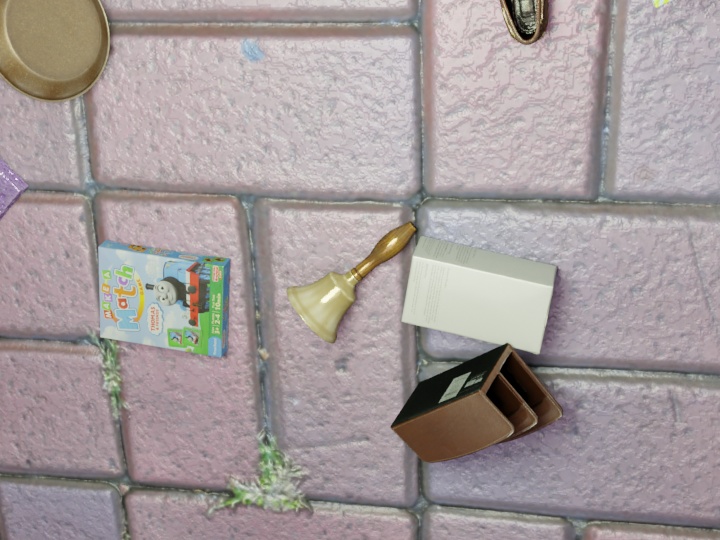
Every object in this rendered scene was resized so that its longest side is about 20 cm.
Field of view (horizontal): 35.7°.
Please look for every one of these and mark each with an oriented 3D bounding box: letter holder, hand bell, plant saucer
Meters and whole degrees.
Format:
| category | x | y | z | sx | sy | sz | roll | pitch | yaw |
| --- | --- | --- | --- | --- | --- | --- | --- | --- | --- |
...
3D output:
| category | x | y | z | sx | sy | sz | roll | pitch | yaw |
| --- | --- | --- | --- | --- | --- | --- | --- | --- | --- |
| letter holder | 0.167 | 0.213 | 1.580 | 0.142 | 0.101 | 0.199 | 48 | 139 | -10 |
| hand bell | 0.000 | 0.000 | 1.595 | 0.200 | 0.104 | 0.104 | -42 | 98 | 11 |
| plant saucer | -0.440 | -0.340 | 1.578 | 0.198 | 0.037 | 0.203 | 4 | 112 | 11 |

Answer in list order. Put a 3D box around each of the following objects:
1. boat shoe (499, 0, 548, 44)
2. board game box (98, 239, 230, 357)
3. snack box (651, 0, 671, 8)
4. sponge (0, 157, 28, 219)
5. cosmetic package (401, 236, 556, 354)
| category | x | y | z | sx | sy | sz | roll | pitch | yaw |
| --- | --- | --- | --- | --- | --- | --- | --- | --- | --- |
| boat shoe | 0.198 | -0.384 | 1.398 | 0.070 | 0.070 | 0.202 | -11 | 107 | 18 |
| board game box | -0.298 | 0.043 | 1.694 | 0.198 | 0.037 | 0.153 | 9 | 113 | 10 |
| snack box | 0.419 | -0.385 | 1.291 | 0.199 | 0.169 | 0.068 | -25 | 103 | 20 |
| sponge | -0.607 | -0.100 | 1.713 | 0.112 | 0.030 | 0.200 | 44 | 114 | -6 |
| cosmetic package | 0.165 | 0.033 | 1.558 | 0.198 | 0.085 | 0.109 | 13 | 114 | 6 |
